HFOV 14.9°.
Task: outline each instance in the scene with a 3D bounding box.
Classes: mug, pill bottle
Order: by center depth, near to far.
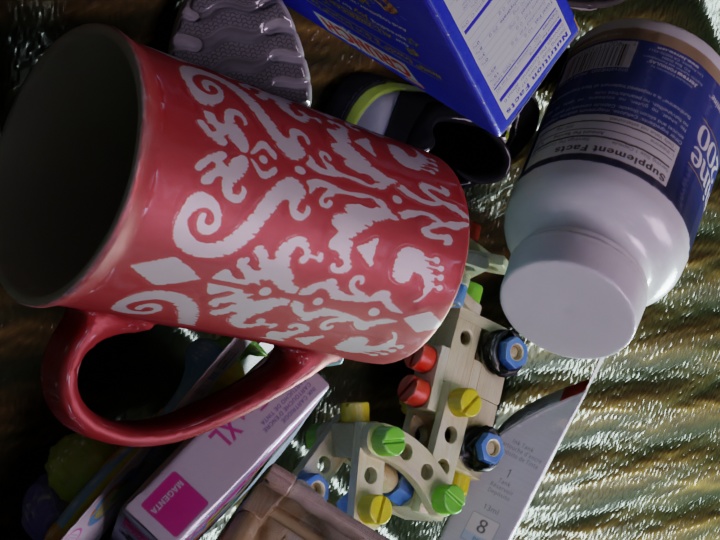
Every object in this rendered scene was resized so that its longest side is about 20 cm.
[{"bbox_3d":[-0.069,-0.012,1.318,0.200,0.134,0.178,14,120,-35],"label":"mug"},{"bbox_3d":[0.150,-0.047,1.637,0.111,0.111,0.200,83,23,-46],"label":"pill bottle"}]

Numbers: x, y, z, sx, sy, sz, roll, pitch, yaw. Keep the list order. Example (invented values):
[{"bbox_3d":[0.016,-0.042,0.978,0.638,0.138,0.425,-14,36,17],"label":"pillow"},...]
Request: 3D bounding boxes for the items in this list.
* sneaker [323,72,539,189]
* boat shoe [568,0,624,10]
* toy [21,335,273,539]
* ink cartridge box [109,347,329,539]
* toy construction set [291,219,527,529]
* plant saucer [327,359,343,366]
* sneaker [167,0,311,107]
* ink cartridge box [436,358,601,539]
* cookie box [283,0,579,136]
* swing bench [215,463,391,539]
[{"bbox_3d":[0.055,-0.067,1.566,0.200,0.083,0.072,-9,123,-54],"label":"sneaker"},{"bbox_3d":[0.095,-0.187,1.549,0.200,0.057,0.067,6,110,-58],"label":"boat shoe"},{"bbox_3d":[-0.132,0.098,1.445,0.200,0.047,0.115,-45,172,2],"label":"toy"},{"bbox_3d":[-0.079,0.107,1.456,0.119,0.042,0.200,-46,179,-14],"label":"ink cartridge box"},{"bbox_3d":[0.036,0.068,1.661,0.131,0.092,0.200,25,86,-35],"label":"toy construction set"},{"bbox_3d":[0.000,0.000,1.505,0.200,0.019,0.070,-75,-173,-76],"label":"plant saucer"},{"bbox_3d":[-0.063,-0.066,1.418,0.075,0.082,0.200,-9,119,-5],"label":"sneaker"},{"bbox_3d":[0.113,0.093,1.774,0.200,0.047,0.160,-64,175,3],"label":"ink cartridge box"},{"bbox_3d":[-0.001,-0.173,1.303,0.075,0.171,0.200,-50,150,-10],"label":"cookie box"},{"bbox_3d":[-0.020,0.241,1.436,0.200,0.199,0.130,-58,-178,-24],"label":"swing bench"}]
